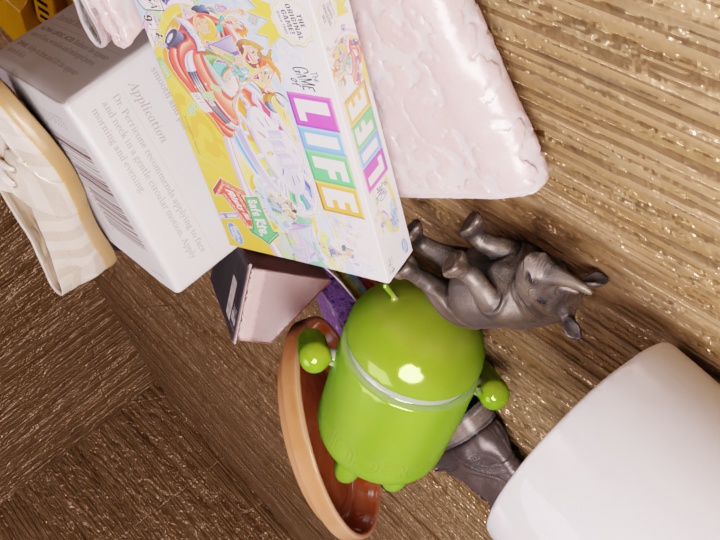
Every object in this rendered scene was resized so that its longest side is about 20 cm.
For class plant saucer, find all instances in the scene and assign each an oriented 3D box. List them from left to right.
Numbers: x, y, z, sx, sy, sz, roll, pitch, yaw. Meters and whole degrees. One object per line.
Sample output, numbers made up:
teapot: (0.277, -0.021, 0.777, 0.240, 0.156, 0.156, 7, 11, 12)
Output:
plant saucer: (-0.030, 0.143, 0.937, 0.200, 0.032, 0.204, -15, -89, -76)

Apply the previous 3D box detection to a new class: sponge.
sponge: (-0.002, 0.069, 1.029, 0.201, 0.030, 0.112, 55, 168, 44)

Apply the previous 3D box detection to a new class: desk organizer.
desk organizer: (-0.090, 0.008, 0.983, 0.200, 0.076, 0.073, -131, 53, -69)

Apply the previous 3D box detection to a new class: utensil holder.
utensil holder: (0.192, 0.164, 0.568, 0.200, 0.169, 0.171, 47, 162, 26)

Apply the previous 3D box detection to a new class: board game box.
board game box: (-0.050, -0.090, 0.630, 0.133, 0.034, 0.202, 13, 138, 32)

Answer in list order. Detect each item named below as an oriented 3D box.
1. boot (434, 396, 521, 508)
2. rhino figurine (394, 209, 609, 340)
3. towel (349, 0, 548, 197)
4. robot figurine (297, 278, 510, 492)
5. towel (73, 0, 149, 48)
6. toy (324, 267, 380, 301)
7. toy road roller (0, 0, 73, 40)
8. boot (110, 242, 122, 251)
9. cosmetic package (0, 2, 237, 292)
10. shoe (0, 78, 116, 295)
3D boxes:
boot: (0.128, 0.215, 0.980, 0.175, 0.069, 0.200, 52, 160, 6)
rhino figurine: (0.094, 0.006, 0.680, 0.087, 0.060, 0.199, 38, 167, -19)
towel: (0.000, -0.128, 0.616, 0.189, 0.032, 0.202, 0, 129, 47)
robot figurine: (0.031, 0.091, 0.834, 0.172, 0.117, 0.202, 12, 131, -7)
towel: (-0.144, -0.265, 0.604, 0.032, 0.193, 0.202, 2, 136, 24)
toy: (0.000, 0.000, 0.911, 0.200, 0.047, 0.116, 46, -173, -48)
toy road roller: (-0.273, -0.276, 0.998, 0.146, 0.123, 0.200, 41, 161, 1)
boot: (-0.207, -0.061, 1.151, 0.197, 0.066, 0.166, 12, 150, 10)
cosmetic package: (-0.129, -0.128, 0.766, 0.164, 0.199, 0.166, 29, 151, 49)
shoe: (-0.235, -0.055, 0.753, 0.070, 0.053, 0.201, 39, 157, 34)
